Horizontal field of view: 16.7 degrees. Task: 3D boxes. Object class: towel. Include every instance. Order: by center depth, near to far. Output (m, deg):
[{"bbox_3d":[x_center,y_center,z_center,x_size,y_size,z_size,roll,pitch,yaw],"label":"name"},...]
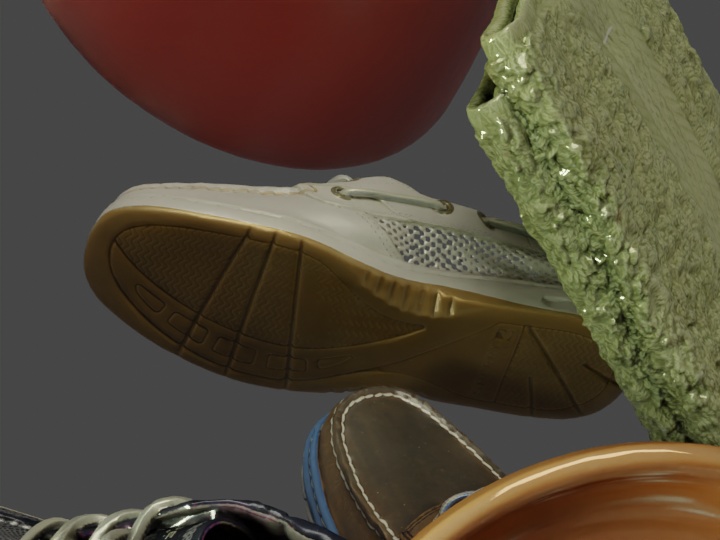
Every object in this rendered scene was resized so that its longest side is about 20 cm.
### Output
[{"bbox_3d":[0.100,-0.031,0.851,0.036,0.200,0.149,-15,30,28],"label":"towel"}]

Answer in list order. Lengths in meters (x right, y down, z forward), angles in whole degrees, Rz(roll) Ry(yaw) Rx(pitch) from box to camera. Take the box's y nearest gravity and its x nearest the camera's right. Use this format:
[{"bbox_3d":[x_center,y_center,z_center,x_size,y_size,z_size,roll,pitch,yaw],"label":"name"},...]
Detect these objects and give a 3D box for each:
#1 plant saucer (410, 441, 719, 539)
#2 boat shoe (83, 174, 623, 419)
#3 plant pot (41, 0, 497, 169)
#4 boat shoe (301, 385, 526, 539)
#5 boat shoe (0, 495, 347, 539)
[{"bbox_3d":[0.076,0.143,0.679,0.199,0.201,0.037,4,7,-12],"label":"plant saucer"},{"bbox_3d":[0.000,0.000,0.869,0.199,0.071,0.069,14,42,-15],"label":"boat shoe"},{"bbox_3d":[-0.010,-0.166,0.917,0.200,0.177,0.201,15,53,-21],"label":"plant pot"},{"bbox_3d":[0.053,0.100,0.774,0.072,0.073,0.200,-19,54,-32],"label":"boat shoe"},{"bbox_3d":[-0.075,0.093,0.731,0.199,0.093,0.075,20,43,4],"label":"boat shoe"}]
